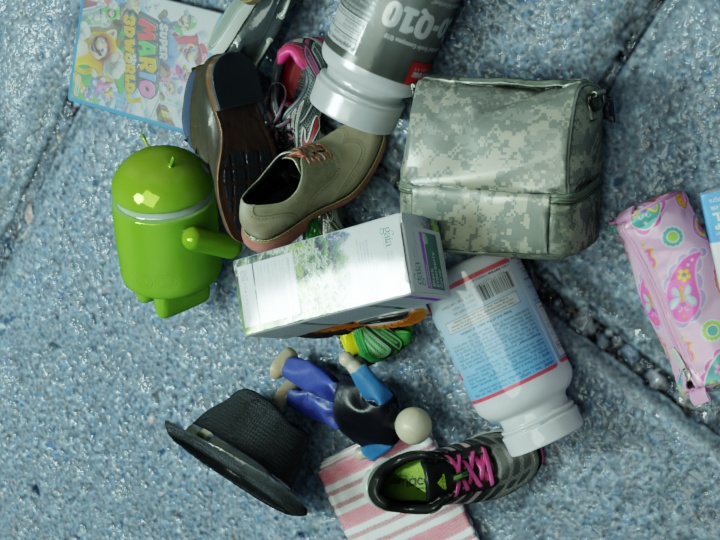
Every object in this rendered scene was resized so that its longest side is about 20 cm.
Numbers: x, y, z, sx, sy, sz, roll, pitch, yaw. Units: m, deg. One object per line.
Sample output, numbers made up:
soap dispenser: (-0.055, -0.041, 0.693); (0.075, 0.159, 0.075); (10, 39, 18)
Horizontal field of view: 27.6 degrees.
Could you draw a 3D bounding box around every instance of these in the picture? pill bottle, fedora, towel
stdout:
pill bottle: (0.148, 0.082, 1.494); (0.108, 0.109, 0.201); (-27, 86, 27)
fedora: (-0.121, 0.192, 1.635); (0.200, 0.201, 0.092); (30, 76, 19)
towel: (0.053, 0.276, 1.619); (0.146, 0.030, 0.201); (-27, 87, 25)
pill bottle: (0.029, -0.247, 1.495); (0.114, 0.114, 0.201); (30, 110, 19)

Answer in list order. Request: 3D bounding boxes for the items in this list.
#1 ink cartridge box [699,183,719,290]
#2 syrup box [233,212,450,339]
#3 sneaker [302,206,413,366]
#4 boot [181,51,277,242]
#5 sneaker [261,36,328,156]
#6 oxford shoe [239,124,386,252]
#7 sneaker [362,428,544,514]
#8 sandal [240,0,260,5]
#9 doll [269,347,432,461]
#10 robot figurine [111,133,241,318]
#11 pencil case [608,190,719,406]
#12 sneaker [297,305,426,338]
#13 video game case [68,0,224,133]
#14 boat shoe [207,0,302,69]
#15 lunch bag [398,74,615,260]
ink cartridge box: (0.386, 0.010, 1.346); (0.084, 0.144, 0.201); (-11, 93, 28)
syrup box: (-0.019, 0.008, 1.425); (0.199, 0.081, 0.079); (-15, 78, 29)
sneaker: (0.000, 0.000, 1.580); (0.085, 0.078, 0.201); (-20, 98, 20)
boot: (-0.142, -0.133, 1.572); (0.097, 0.074, 0.201); (14, 109, 61)
sneaker: (-0.078, -0.153, 1.585); (0.080, 0.075, 0.201); (12, 104, 24)
oxford shoe: (-0.046, -0.102, 1.521); (0.070, 0.200, 0.075); (32, 153, 27)
sneaker: (0.095, 0.216, 1.535); (0.199, 0.087, 0.074); (-11, 89, 8)
sandal: (-0.128, -0.329, 1.536); (0.081, 0.054, 0.200); (-58, 33, 1)
doll: (-0.010, 0.142, 1.584); (0.199, 0.048, 0.137); (19, 128, 34)
robot figurine: (-0.216, -0.050, 1.628); (0.175, 0.115, 0.201); (34, 136, 44)
pencil case: (0.313, 0.025, 1.417); (0.087, 0.087, 0.201); (-23, 87, 27)
sneaker: (-0.022, 0.018, 1.522); (0.199, 0.076, 0.092); (-8, 76, 26)
video game case: (-0.242, -0.243, 1.682); (0.199, 0.018, 0.144); (17, 105, 22)
boat shoe: (-0.088, -0.304, 1.574); (0.060, 0.076, 0.200); (31, 104, -24)
lunch bag: (0.143, -0.108, 1.446); (0.199, 0.139, 0.169); (6, 107, 26)
